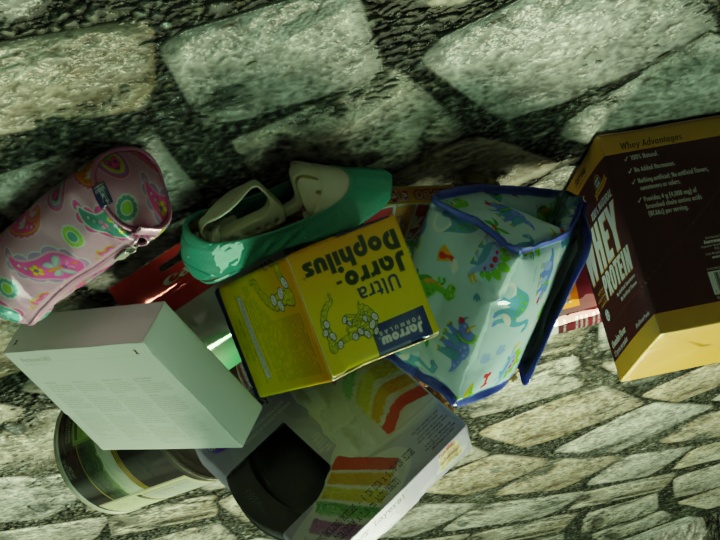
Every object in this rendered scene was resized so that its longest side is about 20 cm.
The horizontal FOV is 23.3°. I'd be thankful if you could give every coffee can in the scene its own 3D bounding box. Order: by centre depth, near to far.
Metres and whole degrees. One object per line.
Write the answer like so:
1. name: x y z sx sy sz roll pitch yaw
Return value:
1. coffee can: -0.210 0.166 1.830 0.145 0.148 0.199 3 162 -39

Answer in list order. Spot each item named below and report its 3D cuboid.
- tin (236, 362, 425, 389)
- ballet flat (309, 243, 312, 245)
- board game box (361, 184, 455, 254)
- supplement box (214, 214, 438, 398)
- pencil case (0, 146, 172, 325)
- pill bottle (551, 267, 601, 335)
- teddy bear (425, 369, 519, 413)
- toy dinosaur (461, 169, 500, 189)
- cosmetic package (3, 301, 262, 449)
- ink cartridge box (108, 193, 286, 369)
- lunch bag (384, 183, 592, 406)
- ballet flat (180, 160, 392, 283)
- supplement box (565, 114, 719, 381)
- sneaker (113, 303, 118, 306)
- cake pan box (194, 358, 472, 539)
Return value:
1. tin: -0.029 0.100 1.738 0.198 0.113 0.042 16 -152 19
2. ballet flat: 0.000 0.000 1.744 0.199 0.046 0.068 5 125 -55
3. board game box: 0.014 -0.007 1.642 0.095 0.030 0.200 -4 146 -29
4. supplement box: -0.033 0.034 1.517 0.108 0.110 0.200 -22 -179 -24
5. pencil case: -0.238 -0.026 1.444 0.087 0.088 0.199 7 152 -45
6. pill bottle: 0.223 0.002 1.793 0.198 0.114 0.113 -15 160 0
7. teddy bear: 0.072 0.081 1.766 0.199 0.145 0.067 -34 -167 22
8. toy dinosaur: 0.083 -0.042 1.693 0.100 0.059 0.200 18 136 -31
9. cosmetic package: -0.208 0.099 1.592 0.199 0.052 0.151 -5 138 41
10. ink cartridge box: -0.133 0.029 1.620 0.160 0.050 0.200 -34 157 -8
11. lunch bag: 0.128 0.015 1.610 0.199 0.127 0.171 -16 134 -57
12. ballet flat: -0.065 -0.054 1.513 0.198 0.068 0.071 -24 136 -4
13. supplement box: 0.324 -0.026 1.663 0.195 0.202 0.133 -10 160 -13
14. sneaker: -0.220 0.073 1.716 0.199 0.081 0.076 -24 156 19
15. cake pan box: -0.030 0.163 1.611 0.200 0.184 0.052 -41 150 -15
